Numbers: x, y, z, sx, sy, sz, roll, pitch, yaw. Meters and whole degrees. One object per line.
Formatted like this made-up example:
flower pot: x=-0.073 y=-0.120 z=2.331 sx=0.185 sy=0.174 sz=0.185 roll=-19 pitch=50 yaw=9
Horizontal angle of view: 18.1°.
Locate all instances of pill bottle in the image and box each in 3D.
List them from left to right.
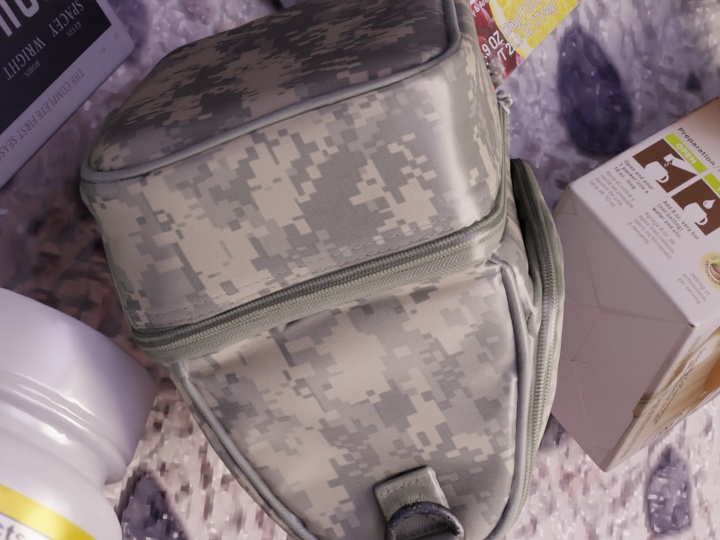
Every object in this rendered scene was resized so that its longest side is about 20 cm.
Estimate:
pill bottle: x=-0.144 y=0.111 z=0.735 sx=0.114 sy=0.114 sz=0.201 roll=32 pitch=67 yaw=-28

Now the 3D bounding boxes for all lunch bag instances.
lunch bag: x=0.000 y=0.000 z=0.792 sx=0.138 sy=0.200 sz=0.169 roll=-17 pitch=105 yaw=5

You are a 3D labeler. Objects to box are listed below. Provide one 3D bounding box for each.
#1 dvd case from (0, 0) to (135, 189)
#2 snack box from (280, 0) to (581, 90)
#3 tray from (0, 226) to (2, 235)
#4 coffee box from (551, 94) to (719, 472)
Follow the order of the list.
dvd case: x=-0.168 y=-0.123 z=0.769 sx=0.201 sy=0.025 sz=0.151 roll=55 pitch=34 yaw=-15
snack box: x=0.018 y=-0.182 z=0.915 sx=0.169 sy=0.067 sz=0.201 roll=-47 pitch=109 yaw=-32
tray: x=-0.207 y=0.026 z=0.758 sx=0.107 sy=0.022 sz=0.201 roll=44 pitch=62 yaw=-22
coffee box: x=0.162 y=-0.017 z=0.952 sx=0.199 sy=0.115 sz=0.080 roll=-30 pitch=69 yaw=-31
